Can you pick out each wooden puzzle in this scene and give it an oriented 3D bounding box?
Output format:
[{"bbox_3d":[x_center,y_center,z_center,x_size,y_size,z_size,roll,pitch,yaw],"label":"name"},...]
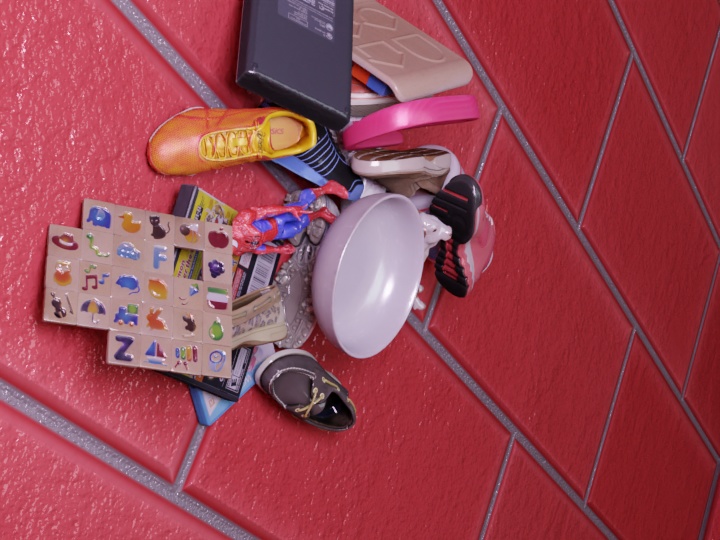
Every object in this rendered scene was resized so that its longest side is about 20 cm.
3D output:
[{"bbox_3d":[0.022,-0.277,1.548,0.184,0.200,0.047,-24,150,-52],"label":"wooden puzzle"}]

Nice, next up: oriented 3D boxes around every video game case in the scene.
[{"bbox_3d":[-0.163,0.058,1.450,0.143,0.018,0.203,-43,130,-46],"label":"video game case"},{"bbox_3d":[-0.169,0.029,1.398,0.180,0.025,0.203,32,70,-54],"label":"video game case"}]

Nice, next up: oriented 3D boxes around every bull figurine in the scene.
[{"bbox_3d":[0.037,0.009,1.623,0.198,0.065,0.123,-31,125,-13],"label":"bull figurine"}]

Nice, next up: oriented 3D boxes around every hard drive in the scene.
[{"bbox_3d":[-0.070,-0.269,1.405,0.138,0.033,0.203,22,52,-30],"label":"hard drive"}]

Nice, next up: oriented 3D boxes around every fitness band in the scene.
[{"bbox_3d":[0.062,-0.185,1.531,0.199,0.142,0.038,-16,91,-51],"label":"fitness band"}]

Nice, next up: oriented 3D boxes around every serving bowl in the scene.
[{"bbox_3d":[0.000,0.000,1.499,0.199,0.065,0.203,-32,130,-47],"label":"serving bowl"}]

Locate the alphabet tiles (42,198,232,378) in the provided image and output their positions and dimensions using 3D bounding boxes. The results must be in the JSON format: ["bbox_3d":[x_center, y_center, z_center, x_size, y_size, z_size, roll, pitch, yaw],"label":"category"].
[{"bbox_3d":[-0.221,0.017,1.251,0.197,0.008,0.170,10,66,-27],"label":"alphabet tiles"}]

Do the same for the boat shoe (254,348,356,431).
[{"bbox_3d":[-0.062,0.154,1.553,0.072,0.061,0.201,-44,150,6],"label":"boat shoe"}]

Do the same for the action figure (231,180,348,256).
[{"bbox_3d":[-0.090,-0.053,1.417,0.199,0.052,0.066,-22,143,-44],"label":"action figure"}]

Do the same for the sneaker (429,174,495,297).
[{"bbox_3d":[0.144,-0.060,1.667,0.087,0.073,0.202,-40,147,-33],"label":"sneaker"}]

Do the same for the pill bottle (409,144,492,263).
[{"bbox_3d":[0.121,-0.077,1.776,0.110,0.107,0.201,-63,142,-27],"label":"pill bottle"}]

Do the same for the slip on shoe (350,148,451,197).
[{"bbox_3d":[0.053,-0.121,1.575,0.199,0.075,0.062,-14,114,-61],"label":"slip on shoe"}]

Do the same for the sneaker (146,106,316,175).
[{"bbox_3d":[-0.140,-0.148,1.361,0.197,0.077,0.074,-17,107,-28],"label":"sneaker"}]

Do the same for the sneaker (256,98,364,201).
[{"bbox_3d":[-0.054,-0.149,1.503,0.199,0.070,0.079,25,93,-47],"label":"sneaker"}]

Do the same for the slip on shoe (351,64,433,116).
[{"bbox_3d":[0.003,-0.228,1.549,0.197,0.074,0.062,-3,79,-24],"label":"slip on shoe"}]

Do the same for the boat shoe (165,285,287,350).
[{"bbox_3d":[-0.154,0.054,1.345,0.199,0.072,0.064,-6,94,-59],"label":"boat shoe"}]

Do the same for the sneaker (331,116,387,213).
[{"bbox_3d":[-0.008,-0.162,1.614,0.086,0.074,0.204,14,78,-44],"label":"sneaker"}]

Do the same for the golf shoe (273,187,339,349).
[{"bbox_3d":[-0.058,0.002,1.553,0.097,0.077,0.204,21,80,-62],"label":"golf shoe"}]
